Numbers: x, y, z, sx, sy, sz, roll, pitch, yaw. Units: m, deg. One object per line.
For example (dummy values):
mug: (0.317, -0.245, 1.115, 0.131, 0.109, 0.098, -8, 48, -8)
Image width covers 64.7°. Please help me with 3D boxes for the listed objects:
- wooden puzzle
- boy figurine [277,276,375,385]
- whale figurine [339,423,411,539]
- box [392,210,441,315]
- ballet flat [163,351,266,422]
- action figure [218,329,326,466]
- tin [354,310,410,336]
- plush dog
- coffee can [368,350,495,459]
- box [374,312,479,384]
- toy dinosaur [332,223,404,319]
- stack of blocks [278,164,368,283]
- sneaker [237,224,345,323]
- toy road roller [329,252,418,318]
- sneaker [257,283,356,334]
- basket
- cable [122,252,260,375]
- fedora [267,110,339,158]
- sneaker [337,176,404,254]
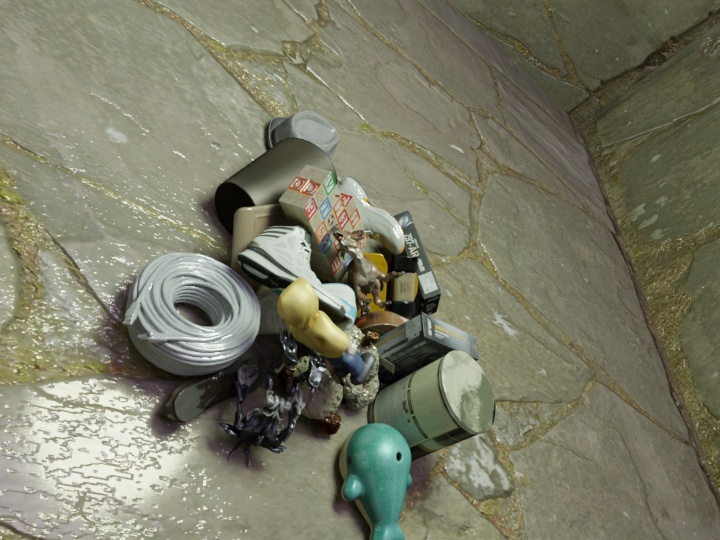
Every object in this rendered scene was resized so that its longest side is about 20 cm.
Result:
wooden puzzle: (-0.150, -0.027, 1.010, 0.197, 0.037, 0.192, -14, 117, -50)
boy figurine: (-0.060, 0.090, 0.847, 0.065, 0.123, 0.201, -52, 126, -20)
whale figurine: (0.040, 0.360, 0.952, 0.156, 0.103, 0.206, 10, 61, -40)
box: (0.124, -0.010, 1.294, 0.161, 0.042, 0.205, 80, -9, -70)
ballet flat: (-0.217, 0.174, 0.860, 0.198, 0.045, 0.070, -24, 101, -56)
action figure: (-0.130, 0.191, 0.842, 0.117, 0.202, 0.103, 30, 21, -19)
tin: (0.067, 0.138, 1.142, 0.197, 0.111, 0.043, 25, 45, -35)
plush dog: (-0.051, 0.178, 0.975, 0.171, 0.160, 0.202, -40, 94, -29)
coffee can: (0.128, 0.255, 1.049, 0.144, 0.199, 0.150, 26, 46, -31)
box: (0.105, 0.163, 1.094, 0.155, 0.198, 0.050, 23, 50, -34)
toy dinosaur: (0.000, 0.000, 1.030, 0.084, 0.202, 0.137, -28, 67, -21)
stack of blocks: (-0.060, -0.088, 1.015, 0.117, 0.057, 0.202, -56, 146, -26)
sneaker: (-0.089, -0.009, 0.912, 0.197, 0.076, 0.116, 31, 61, 10)
toy road roller: (0.024, 0.028, 1.176, 0.193, 0.146, 0.128, 3, 92, -13)
sneaker: (-0.103, 0.073, 0.952, 0.082, 0.193, 0.079, -100, 180, -60)
basket: (-0.167, -0.150, 1.074, 0.200, 0.176, 0.140, -43, 136, -45)
cable: (-0.248, 0.063, 0.851, 0.195, 0.070, 0.203, 21, 36, -23)
fedora: (-0.113, -0.292, 1.279, 0.196, 0.090, 0.182, 0, 63, -48)
sneaker: (0.004, -0.094, 1.161, 0.091, 0.076, 0.200, -39, 73, -24)
